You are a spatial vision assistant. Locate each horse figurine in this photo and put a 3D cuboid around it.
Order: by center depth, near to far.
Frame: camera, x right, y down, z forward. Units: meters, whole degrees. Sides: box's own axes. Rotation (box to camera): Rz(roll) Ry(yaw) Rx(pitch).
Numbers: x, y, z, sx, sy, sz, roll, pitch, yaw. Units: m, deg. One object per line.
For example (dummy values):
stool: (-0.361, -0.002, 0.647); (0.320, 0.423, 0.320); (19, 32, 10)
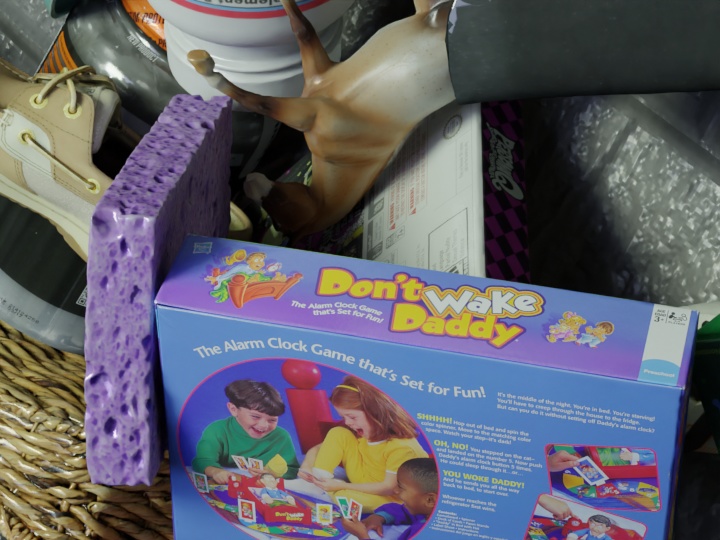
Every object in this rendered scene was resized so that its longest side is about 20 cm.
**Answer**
horse figurine: (0.015, -0.103, 0.971); (0.200, 0.133, 0.050); (-41, 40, 1)

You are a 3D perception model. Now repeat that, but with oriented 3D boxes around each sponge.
sponge: (-0.081, 0.002, 0.943); (0.030, 0.200, 0.112); (4, 108, 4)

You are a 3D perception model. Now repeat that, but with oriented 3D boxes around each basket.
basket: (-0.179, 0.114, 1.205); (0.200, 0.143, 0.149); (30, 109, 39)

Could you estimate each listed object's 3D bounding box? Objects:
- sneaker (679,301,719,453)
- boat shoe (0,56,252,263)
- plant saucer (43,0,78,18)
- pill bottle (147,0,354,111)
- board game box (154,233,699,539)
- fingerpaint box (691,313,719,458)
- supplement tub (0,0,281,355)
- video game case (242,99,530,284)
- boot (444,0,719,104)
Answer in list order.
sneaker: (0.129, 0.049, 0.959); (0.200, 0.080, 0.074); (-14, 79, 41)
boat shoe: (-0.136, -0.061, 1.064); (0.200, 0.074, 0.066); (39, 115, -14)
plant saucer: (-0.105, -0.214, 1.107); (0.036, 0.200, 0.200); (36, 120, -3)
pill bottle: (-0.048, -0.171, 0.987); (0.109, 0.109, 0.200); (45, 150, 34)
board game box: (0.025, 0.065, 0.875); (0.200, 0.045, 0.135); (9, 130, 11)
fingerpaint box: (0.238, 0.081, 0.823); (0.200, 0.073, 0.167); (-8, 107, 43)
supplement tub: (-0.119, -0.064, 1.162); (0.123, 0.122, 0.200); (53, 123, 29)
video game case: (0.000, 0.000, 1.021); (0.181, 0.036, 0.200); (-38, 29, 27)
boot: (0.132, -0.076, 0.895); (0.199, 0.066, 0.165); (3, 87, 7)
